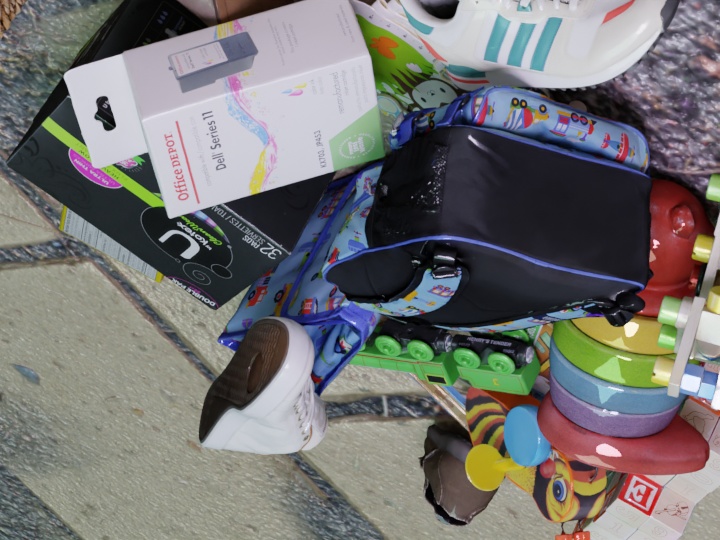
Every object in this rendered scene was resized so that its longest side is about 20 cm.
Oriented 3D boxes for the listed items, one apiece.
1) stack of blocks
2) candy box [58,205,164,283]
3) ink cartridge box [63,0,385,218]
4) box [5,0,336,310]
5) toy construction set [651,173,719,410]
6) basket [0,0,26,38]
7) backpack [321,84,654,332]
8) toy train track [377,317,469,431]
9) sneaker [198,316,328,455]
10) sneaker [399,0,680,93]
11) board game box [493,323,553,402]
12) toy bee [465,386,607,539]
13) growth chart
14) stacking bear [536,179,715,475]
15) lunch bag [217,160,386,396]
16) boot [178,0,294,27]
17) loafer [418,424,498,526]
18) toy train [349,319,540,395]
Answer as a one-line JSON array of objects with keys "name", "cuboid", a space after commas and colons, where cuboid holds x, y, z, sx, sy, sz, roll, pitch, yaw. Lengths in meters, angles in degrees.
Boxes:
[{"name": "stack of blocks", "cuboid": [0.239, 0.148, 1.804, 0.059, 0.115, 0.200, 30, 151, -1]}, {"name": "candy box", "cuboid": [-0.193, -0.064, 1.947, 0.102, 0.026, 0.200, 30, 151, 3]}, {"name": "ink cartridge box", "cuboid": [-0.091, -0.106, 1.597, 0.200, 0.067, 0.117, -16, 145, -4]}, {"name": "box", "cuboid": [-0.134, -0.091, 1.752, 0.200, 0.124, 0.149, 35, 150, -12]}, {"name": "toy construction set", "cuboid": [0.248, -0.011, 1.505, 0.092, 0.200, 0.131, 30, -173, 11]}, {"name": "basket", "cuboid": [-0.313, -0.247, 1.639, 0.143, 0.149, 0.200, 22, 151, 13]}, {"name": "backpack", "cuboid": [0.077, -0.030, 1.563, 0.182, 0.135, 0.200, 14, 164, -27]}, {"name": "toy train track", "cuboid": [0.046, 0.064, 1.900, 0.200, 0.033, 0.115, 44, 150, 1]}, {"name": "sneaker", "cuboid": [-0.053, 0.087, 1.714, 0.085, 0.073, 0.200, 14, 158, -14]}, {"name": "sneaker", "cuboid": [0.104, -0.166, 1.473, 0.200, 0.070, 0.093, -3, 143, 48]}, {"name": "board game box", "cuboid": [0.163, 0.056, 1.807, 0.135, 0.034, 0.200, 26, 152, 6]}, {"name": "toy bee", "cuboid": [0.142, 0.153, 1.786, 0.131, 0.109, 0.200, 1, -172, -12]}, {"name": "growth chart", "cuboid": [0.051, -0.130, 1.635, 0.200, 0.018, 0.145, 30, 152, 0]}, {"name": "stacking bear", "cuboid": [0.194, 0.030, 1.632, 0.121, 0.114, 0.200, -128, 40, -51]}, {"name": "lunch bag", "cuboid": [0.000, 0.000, 1.732, 0.094, 0.151, 0.200, 37, 154, -13]}, {"name": "boot", "cuboid": [-0.138, -0.222, 1.618, 0.146, 0.070, 0.200, 15, 148, 36]}, {"name": "loafer", "cuboid": [0.076, 0.177, 1.989, 0.073, 0.071, 0.200, 29, 176, 2]}, {"name": "toy train", "cuboid": [0.049, 0.062, 1.830, 0.200, 0.042, 0.056, 7, 141, 30]}]
